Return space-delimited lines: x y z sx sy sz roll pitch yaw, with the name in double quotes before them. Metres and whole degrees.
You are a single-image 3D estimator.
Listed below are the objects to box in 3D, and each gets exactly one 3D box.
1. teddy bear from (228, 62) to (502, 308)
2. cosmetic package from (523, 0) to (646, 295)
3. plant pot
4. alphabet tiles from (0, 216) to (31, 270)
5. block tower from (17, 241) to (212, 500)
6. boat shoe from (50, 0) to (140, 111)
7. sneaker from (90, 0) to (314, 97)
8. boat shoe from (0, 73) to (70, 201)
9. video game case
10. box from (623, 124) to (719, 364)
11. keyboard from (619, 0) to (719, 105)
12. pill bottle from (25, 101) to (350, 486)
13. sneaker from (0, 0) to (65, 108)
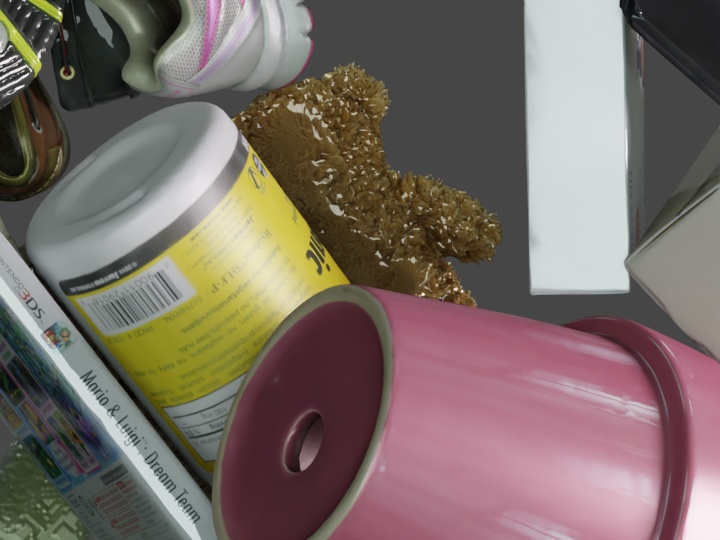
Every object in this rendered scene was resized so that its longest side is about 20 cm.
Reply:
"teddy bear" 0.000 0.000 1.339 0.145 0.067 0.200 -42 96 13
"cosmetic package" 0.106 -0.091 1.282 0.051 0.151 0.201 -1 93 11
"plant pot" 0.045 0.097 1.157 0.179 0.200 0.201 25 92 -30
"alphabet tiles" -0.206 -0.066 1.285 0.008 0.167 0.201 -30 92 -19
"block tower" -0.106 0.059 1.340 0.058 0.054 0.200 -33 91 1
"boat shoe" -0.148 -0.177 1.322 0.063 0.074 0.202 -17 92 2
"sneaker" -0.094 -0.168 1.255 0.088 0.081 0.201 -26 96 -38
"boat shoe" -0.207 -0.124 1.327 0.072 0.068 0.200 -38 90 3
"video game case" -0.133 0.071 1.271 0.024 0.200 0.182 -38 91 -16
"box" 0.197 -0.036 1.261 0.082 0.200 0.068 44 126 -4
"keyboard" 0.195 -0.089 1.231 0.200 0.127 0.021 40 132 -16
"pill bottle" -0.054 0.031 1.254 0.111 0.111 0.200 -35 113 1
"sneaker" -0.190 -0.163 1.284 0.075 0.076 0.201 6 67 -37
